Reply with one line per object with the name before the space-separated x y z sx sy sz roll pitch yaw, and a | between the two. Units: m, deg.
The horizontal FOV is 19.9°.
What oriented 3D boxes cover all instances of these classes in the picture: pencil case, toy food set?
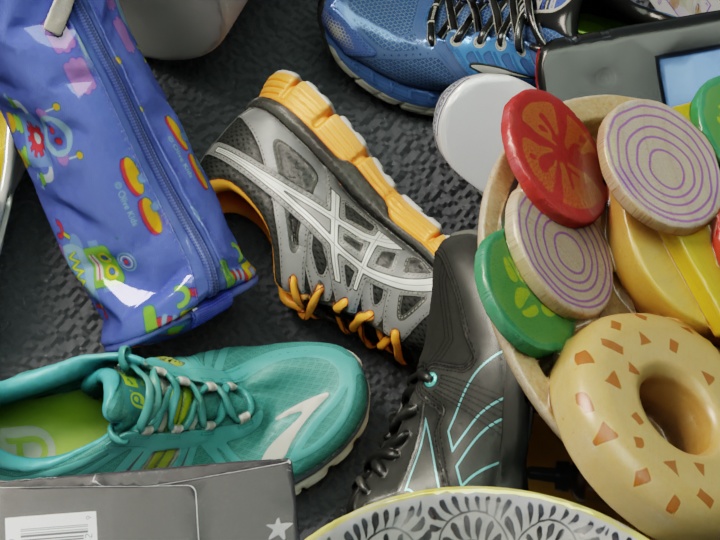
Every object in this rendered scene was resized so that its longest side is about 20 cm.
pencil case | -0.116 -0.062 0.917 0.078 0.087 0.201 -30 103 -25
toy food set | 0.130 0.009 0.842 0.199 0.049 0.199 -18 75 -37

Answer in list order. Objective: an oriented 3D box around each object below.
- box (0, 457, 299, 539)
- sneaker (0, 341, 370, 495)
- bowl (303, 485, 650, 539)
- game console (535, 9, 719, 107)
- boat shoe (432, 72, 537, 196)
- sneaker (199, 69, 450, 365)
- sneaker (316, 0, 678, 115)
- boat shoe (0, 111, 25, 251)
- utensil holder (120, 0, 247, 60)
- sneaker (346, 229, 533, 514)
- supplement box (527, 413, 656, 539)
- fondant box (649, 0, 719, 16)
box | -0.083 0.193 0.835 0.131 0.115 0.201 -4 66 -6
sneaker | -0.090 0.069 0.908 0.199 0.080 0.078 -9 67 -10
bowl | 0.044 0.187 0.747 0.199 0.095 0.202 2 47 -2
game console | 0.188 -0.032 0.927 0.199 0.031 0.178 -10 93 -4
boat shoe | 0.116 -0.023 0.974 0.199 0.068 0.072 34 94 -6
sneaker | 0.000 0.000 0.956 0.077 0.078 0.200 -39 69 -9
sneaker | 0.078 -0.120 1.002 0.199 0.089 0.079 10 64 -1
boat shoe | -0.191 -0.024 0.936 0.074 0.086 0.203 15 65 2
utensil holder | -0.090 -0.229 0.992 0.169 0.170 0.201 25 67 6
sneaker | 0.033 0.081 0.846 0.079 0.075 0.201 -1 76 0
supplement box | 0.133 0.111 0.919 0.199 0.069 0.067 8 65 -4
fondant box | 0.229 -0.146 1.037 0.144 0.058 0.201 -25 70 -23
